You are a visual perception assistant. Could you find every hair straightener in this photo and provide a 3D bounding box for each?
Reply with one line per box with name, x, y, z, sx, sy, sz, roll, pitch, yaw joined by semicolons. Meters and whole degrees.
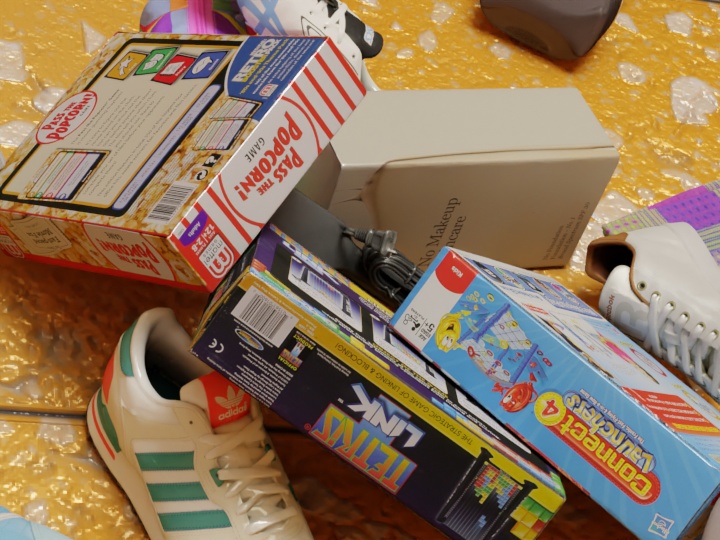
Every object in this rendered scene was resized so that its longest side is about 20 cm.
hair straightener;0.000;0.000;1.213;0.200;0.077;0.041;38;71;-25

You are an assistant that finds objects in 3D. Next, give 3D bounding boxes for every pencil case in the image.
pencil case;-0.098;-0.100;1.304;0.088;0.088;0.200;7;40;-16

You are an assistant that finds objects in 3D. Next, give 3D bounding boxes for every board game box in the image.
board game box;0.135;0.075;1.161;0.196;0.056;0.200;40;10;21
board game box;-0.113;-0.068;1.166;0.200;0.046;0.152;10;55;48
board game box;0.008;0.062;1.103;0.200;0.057;0.165;36;7;-6

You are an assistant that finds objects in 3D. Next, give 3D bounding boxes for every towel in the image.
towel;0.273;-0.006;1.413;0.200;0.023;0.144;-18;54;-36

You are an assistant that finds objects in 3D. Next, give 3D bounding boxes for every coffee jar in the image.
coffee jar;0.162;-0.242;1.578;0.104;0.085;0.200;28;39;3

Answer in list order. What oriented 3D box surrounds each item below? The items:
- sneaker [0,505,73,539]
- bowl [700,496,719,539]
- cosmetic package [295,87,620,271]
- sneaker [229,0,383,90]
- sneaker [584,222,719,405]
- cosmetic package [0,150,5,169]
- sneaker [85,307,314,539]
sneaker;-0.206;0.168;0.959;0.130;0.080;0.200;28;24;8
bowl;0.223;0.214;1.039;0.200;0.075;0.200;39;52;-35
cosmetic package;0.051;-0.056;1.309;0.200;0.104;0.073;-5;47;-27
sneaker;-0.032;-0.161;1.331;0.200;0.072;0.072;56;18;-31
sneaker;0.195;0.040;1.263;0.085;0.073;0.200;-4;30;-18
cosmetic package;-0.311;-0.106;1.194;0.200;0.090;0.107;39;72;25
sneaker;-0.075;0.103;1.082;0.070;0.093;0.200;-15;52;-35
